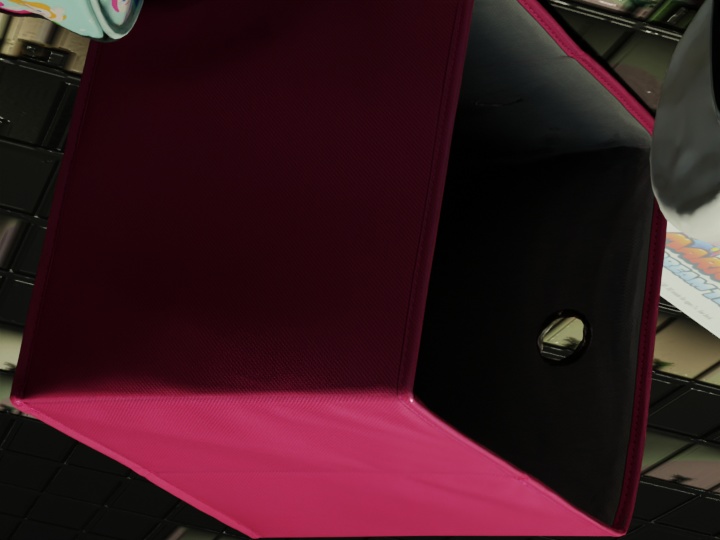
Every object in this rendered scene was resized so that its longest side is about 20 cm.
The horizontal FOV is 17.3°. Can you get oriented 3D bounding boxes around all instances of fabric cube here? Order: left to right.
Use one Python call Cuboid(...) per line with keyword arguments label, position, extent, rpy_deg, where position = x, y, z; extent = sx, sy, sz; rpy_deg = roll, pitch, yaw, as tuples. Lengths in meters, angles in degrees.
Cuboid(label="fabric cube", position=(0.000, 0.000, 1.033), extent=(0.198, 0.197, 0.200), rpy_deg=(-5, 156, 32))

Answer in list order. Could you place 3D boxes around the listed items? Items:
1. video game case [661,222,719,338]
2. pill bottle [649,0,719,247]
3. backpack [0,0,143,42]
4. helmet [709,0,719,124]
Cuboid(label="video game case", position=(0.231, -0.002, 1.171), extent=(0.181, 0.024, 0.200), rpy_deg=(-8, 153, 37))
Cuboid(label="pill bottle", position=(0.226, -0.041, 0.945), extent=(0.199, 0.113, 0.112), rpy_deg=(16, 158, -18))
Cuboid(label="backpack", position=(-0.090, -0.170, 0.654), extent=(0.150, 0.179, 0.200), rpy_deg=(3, 161, 12))
Cuboid(label="helmet", position=(0.196, -0.075, 0.680), extent=(0.199, 0.201, 0.191), rpy_deg=(6, -161, 8))
